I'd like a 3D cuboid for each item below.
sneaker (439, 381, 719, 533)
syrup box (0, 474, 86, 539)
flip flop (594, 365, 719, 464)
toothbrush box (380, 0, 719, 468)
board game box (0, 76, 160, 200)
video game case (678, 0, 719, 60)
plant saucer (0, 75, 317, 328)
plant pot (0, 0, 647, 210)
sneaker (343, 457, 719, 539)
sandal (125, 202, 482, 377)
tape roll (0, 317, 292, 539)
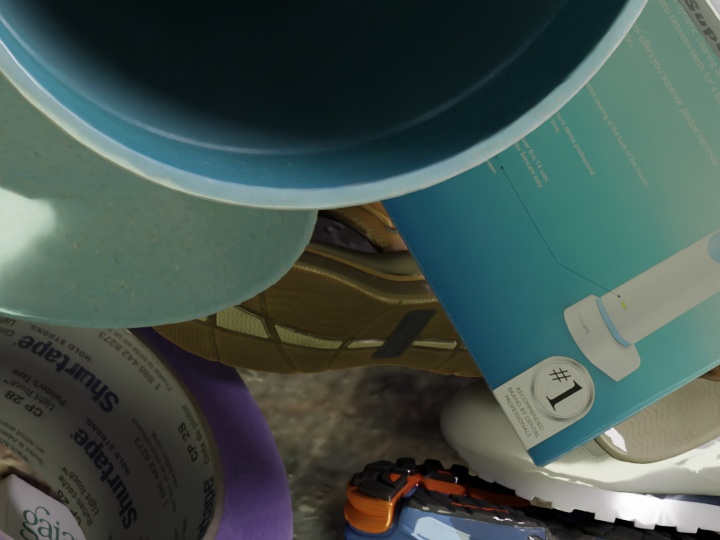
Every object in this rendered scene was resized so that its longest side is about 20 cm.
[{"bbox_3d":[0.131,0.057,1.132,0.199,0.076,0.081,7,109,-3],"label":"sneaker"},{"bbox_3d":[-0.139,0.188,1.143,0.079,0.201,0.081,35,124,-30],"label":"syrup box"},{"bbox_3d":[0.166,0.006,1.058,0.199,0.058,0.081,-27,101,11],"label":"flip flop"},{"bbox_3d":[0.113,-0.049,0.967,0.200,0.085,0.147,-34,85,26],"label":"toothbrush box"},{"bbox_3d":[-0.104,-0.077,0.977,0.151,0.037,0.200,29,141,-26],"label":"board game box"},{"bbox_3d":[0.158,-0.104,0.859,0.200,0.143,0.018,53,160,-12],"label":"video game case"},{"bbox_3d":[-0.108,-0.051,0.948,0.200,0.039,0.201,8,147,5],"label":"plant saucer"},{"bbox_3d":[-0.032,-0.134,0.784,0.199,0.188,0.201,-3,105,-13],"label":"plant pot"},{"bbox_3d":[0.083,0.131,1.129,0.199,0.075,0.079,14,104,-8],"label":"sneaker"},{"bbox_3d":[0.000,0.000,1.079,0.199,0.054,0.080,4,149,-28],"label":"sandal"},{"bbox_3d":[-0.128,0.079,1.044,0.199,0.201,0.085,26,127,-24],"label":"tape roll"}]
